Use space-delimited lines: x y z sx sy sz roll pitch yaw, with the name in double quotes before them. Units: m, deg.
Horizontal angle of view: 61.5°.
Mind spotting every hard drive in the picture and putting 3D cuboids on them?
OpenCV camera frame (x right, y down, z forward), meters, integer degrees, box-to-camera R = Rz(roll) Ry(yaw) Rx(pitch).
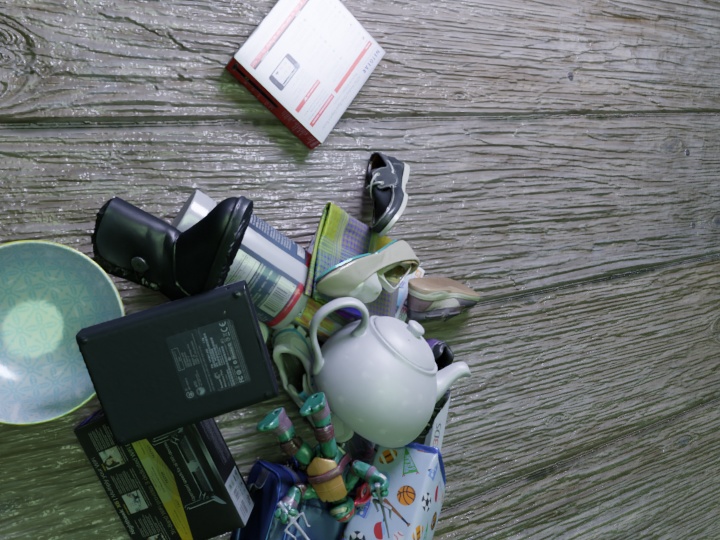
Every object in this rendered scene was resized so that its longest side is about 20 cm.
"hard drive" -0.207 0.108 0.697 0.195 0.033 0.143 -16 104 -4

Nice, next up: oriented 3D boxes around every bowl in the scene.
"bowl" -0.388 0.070 0.720 0.195 0.107 0.207 1 88 -29

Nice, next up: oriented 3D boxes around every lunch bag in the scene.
"lunch bag" 0.057 0.366 0.896 0.173 0.121 0.202 -64 151 -30
"lunch bag" -0.112 0.364 0.843 0.130 0.135 0.206 20 77 -26

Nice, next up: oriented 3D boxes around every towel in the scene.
"towel" 0.000 0.000 0.893 0.198 0.022 0.148 29 67 -48

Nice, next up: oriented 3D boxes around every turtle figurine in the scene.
"turtle figurine" -0.046 0.265 0.775 0.147 0.101 0.204 -26 99 -3

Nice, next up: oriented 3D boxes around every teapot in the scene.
"teapot" 0.035 0.131 0.845 0.196 0.199 0.148 40 104 17

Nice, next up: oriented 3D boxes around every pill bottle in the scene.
"pill bottle" -0.166 -0.018 0.839 0.198 0.119 0.122 35 73 -22

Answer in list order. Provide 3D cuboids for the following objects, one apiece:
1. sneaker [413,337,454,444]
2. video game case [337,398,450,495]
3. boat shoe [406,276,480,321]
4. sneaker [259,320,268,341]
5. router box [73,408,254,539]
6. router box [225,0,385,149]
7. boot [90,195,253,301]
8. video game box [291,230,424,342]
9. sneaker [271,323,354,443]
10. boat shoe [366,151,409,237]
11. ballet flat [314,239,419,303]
"sneaker" 0.098 0.210 0.965 0.074 0.087 0.206 15 81 -27
"video game case" 0.054 0.280 1.000 0.196 0.023 0.188 17 80 -27
"boat shoe" 0.135 0.052 1.013 0.198 0.071 0.066 4 110 -55
"sneaker" -0.213 0.112 0.830 0.196 0.080 0.079 -16 94 -29
"router box" -0.248 0.254 0.776 0.154 0.052 0.204 -21 100 10
"router box" -0.080 -0.326 0.936 0.179 0.049 0.202 41 70 -21
"boot" -0.230 -0.039 0.715 0.165 0.201 0.077 28 41 -8
"video game box" -0.008 0.034 0.964 0.198 0.046 0.186 32 70 -24
"sneaker" -0.075 0.181 0.889 0.074 0.087 0.202 -32 101 9
"boat shoe" 0.033 -0.120 0.936 0.067 0.072 0.202 33 33 -17
"ballet flat" 0.019 0.007 0.838 0.198 0.068 0.071 -26 101 -48
